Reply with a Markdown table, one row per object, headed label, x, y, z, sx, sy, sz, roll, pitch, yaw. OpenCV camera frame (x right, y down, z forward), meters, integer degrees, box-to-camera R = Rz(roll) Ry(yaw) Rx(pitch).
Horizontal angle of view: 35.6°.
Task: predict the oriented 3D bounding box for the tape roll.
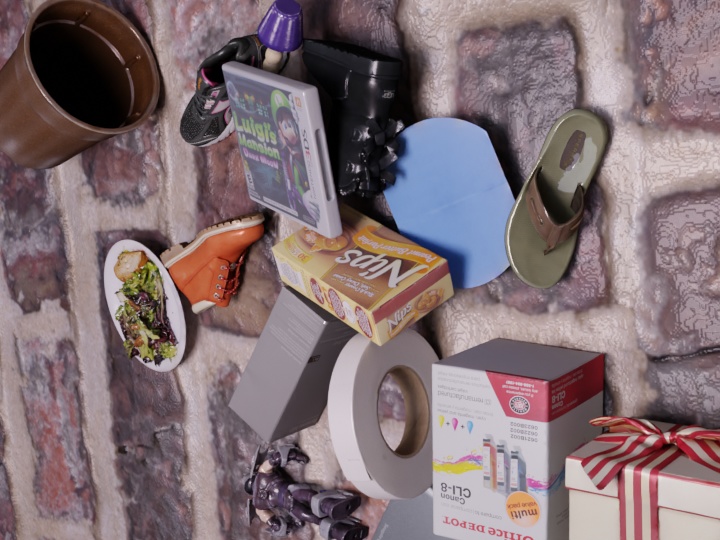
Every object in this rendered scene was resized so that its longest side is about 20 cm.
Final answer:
| label | x | y | z | sx | sy | sz | roll | pitch | yaw |
| --- | --- | --- | --- | --- | --- | --- | --- | --- | --- |
| tape roll | 0.037 | 0.165 | 1.300 | 0.037 | 0.203 | 0.204 | -8 | 93 | 37 |

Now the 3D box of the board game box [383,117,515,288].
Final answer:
| label | x | y | z | sx | sy | sz | roll | pitch | yaw |
| --- | --- | --- | --- | --- | --- | --- | --- | --- | --- |
| board game box | 0.112 | -0.081 | 1.304 | 0.158 | 0.039 | 0.201 | -22 | 93 | 36 |

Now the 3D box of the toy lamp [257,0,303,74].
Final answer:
| label | x | y | z | sx | sy | sz | roll | pitch | yaw |
| --- | --- | --- | --- | --- | --- | --- | --- | --- | --- |
| toy lamp | -0.109 | -0.248 | 1.383 | 0.058 | 0.058 | 0.200 | 48 | 146 | 19 |

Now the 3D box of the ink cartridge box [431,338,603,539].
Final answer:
| label | x | y | z | sx | sy | sz | roll | pitch | yaw |
| --- | --- | --- | --- | --- | --- | --- | --- | --- | --- |
| ink cartridge box | 0.174 | 0.193 | 1.241 | 0.145 | 0.144 | 0.201 | 5 | 102 | 35 |

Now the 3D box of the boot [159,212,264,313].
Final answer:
| label | x | y | z | sx | sy | sz | roll | pitch | yaw |
| --- | --- | --- | --- | --- | --- | --- | --- | --- | --- |
| boot | -0.183 | -0.010 | 1.515 | 0.200 | 0.075 | 0.108 | -28 | 84 | 45 |

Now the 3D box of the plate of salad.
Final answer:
| label | x | y | z | sx | sy | sz | roll | pitch | yaw |
| --- | --- | --- | --- | --- | --- | --- | --- | --- | --- |
| plate of salad | -0.320 | 0.055 | 1.617 | 0.200 | 0.048 | 0.201 | 21 | 121 | 39 |

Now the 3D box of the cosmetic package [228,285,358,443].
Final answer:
| label | x | y | z | sx | sy | sz | roll | pitch | yaw |
| --- | --- | --- | --- | --- | --- | --- | --- | --- | --- |
| cosmetic package | -0.077 | 0.113 | 1.435 | 0.090 | 0.107 | 0.200 | 37 | 119 | 26 |

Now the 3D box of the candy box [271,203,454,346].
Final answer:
| label | x | y | z | sx | sy | sz | roll | pitch | yaw |
| --- | --- | --- | --- | --- | --- | --- | --- | --- | --- |
| candy box | 0.000 | 0.000 | 1.318 | 0.200 | 0.115 | 0.055 | 32 | 147 | 44 |

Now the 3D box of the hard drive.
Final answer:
| label | x | y | z | sx | sy | sz | roll | pitch | yaw |
| --- | --- | --- | --- | --- | --- | --- | --- | --- | --- |
| hard drive | 0.111 | 0.352 | 1.385 | 0.200 | 0.033 | 0.140 | 36 | 117 | 26 |

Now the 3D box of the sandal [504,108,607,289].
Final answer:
| label | x | y | z | sx | sy | sz | roll | pitch | yaw |
| --- | --- | --- | --- | --- | --- | --- | --- | --- | --- |
| sandal | 0.208 | -0.075 | 1.206 | 0.080 | 0.057 | 0.202 | 14 | 108 | 0 |

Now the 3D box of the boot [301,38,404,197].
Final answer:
| label | x | y | z | sx | sy | sz | roll | pitch | yaw |
| --- | --- | --- | --- | --- | --- | --- | --- | --- | --- |
| boot | -0.019 | -0.183 | 1.332 | 0.198 | 0.073 | 0.163 | 33 | 120 | 52 |

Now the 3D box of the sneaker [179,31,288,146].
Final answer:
| label | x | y | z | sx | sy | sz | roll | pitch | yaw |
| --- | --- | --- | --- | --- | --- | --- | --- | --- | --- |
| sneaker | -0.187 | -0.242 | 1.462 | 0.200 | 0.086 | 0.080 | -48 | 69 | 32 |

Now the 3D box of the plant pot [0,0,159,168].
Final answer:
| label | x | y | z | sx | sy | sz | roll | pitch | yaw |
| --- | --- | --- | --- | --- | --- | --- | --- | --- | --- |
| plant pot | -0.419 | -0.248 | 1.567 | 0.198 | 0.200 | 0.201 | -24 | 84 | 43 |

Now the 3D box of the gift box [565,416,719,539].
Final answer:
| label | x | y | z | sx | sy | sz | roll | pitch | yaw |
| --- | --- | --- | --- | --- | --- | --- | --- | --- | --- |
| gift box | 0.312 | 0.247 | 1.122 | 0.184 | 0.200 | 0.188 | 3 | 99 | 30 |

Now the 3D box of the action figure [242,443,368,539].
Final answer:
| label | x | y | z | sx | sy | sz | roll | pitch | yaw |
| --- | --- | --- | --- | --- | --- | --- | --- | --- | --- |
| action figure | -0.086 | 0.307 | 1.503 | 0.200 | 0.069 | 0.131 | 15 | 114 | 37 |

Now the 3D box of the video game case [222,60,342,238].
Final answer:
| label | x | y | z | sx | sy | sz | roll | pitch | yaw |
| --- | --- | --- | --- | --- | --- | --- | --- | --- | --- |
| video game case | -0.096 | -0.147 | 1.344 | 0.200 | 0.023 | 0.182 | 28 | 134 | 52 |
